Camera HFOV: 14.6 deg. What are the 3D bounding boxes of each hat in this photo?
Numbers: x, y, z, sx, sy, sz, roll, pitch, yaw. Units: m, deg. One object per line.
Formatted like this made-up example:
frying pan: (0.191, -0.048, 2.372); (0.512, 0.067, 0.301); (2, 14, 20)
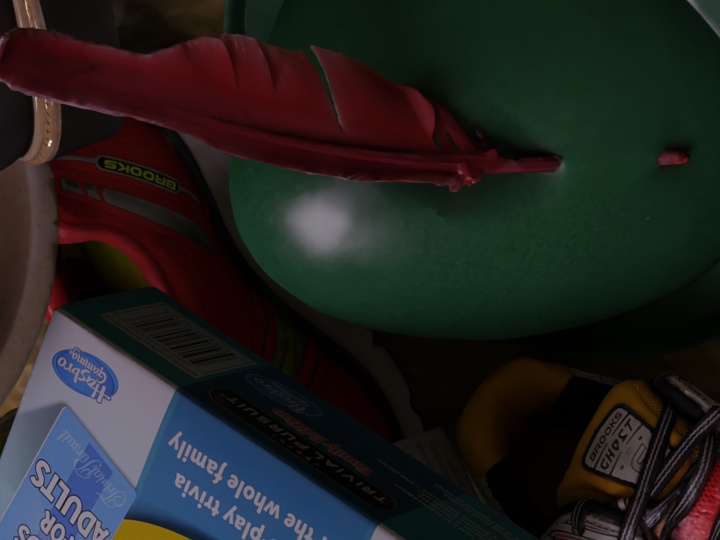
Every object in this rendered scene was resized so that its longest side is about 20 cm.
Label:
hat: (0.000, 0.000, 0.699); (0.200, 0.176, 0.166); (37, 136, -5)

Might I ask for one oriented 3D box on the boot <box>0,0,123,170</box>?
boot: (-0.150, -0.105, 0.665); (0.077, 0.138, 0.201); (-16, 96, 64)

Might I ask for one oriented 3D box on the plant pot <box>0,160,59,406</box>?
plant pot: (-0.201, 0.019, 0.757); (0.200, 0.201, 0.184); (34, 145, -2)

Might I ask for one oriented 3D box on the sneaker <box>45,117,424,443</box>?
sneaker: (-0.050, 0.032, 0.820); (0.077, 0.085, 0.200); (-10, 130, 35)

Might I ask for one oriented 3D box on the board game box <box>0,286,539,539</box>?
board game box: (-0.044, 0.129, 0.728); (0.151, 0.047, 0.201); (31, 111, 25)

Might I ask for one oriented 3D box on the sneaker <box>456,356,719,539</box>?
sneaker: (0.091, 0.075, 0.736); (0.082, 0.078, 0.200); (47, 163, -30)

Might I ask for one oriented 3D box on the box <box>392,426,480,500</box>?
box: (0.025, 0.129, 0.873); (0.039, 0.042, 0.200); (-19, 138, -8)

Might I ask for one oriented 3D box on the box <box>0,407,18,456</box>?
box: (-0.080, 0.146, 0.856); (0.047, 0.122, 0.201); (-16, 97, 20)
